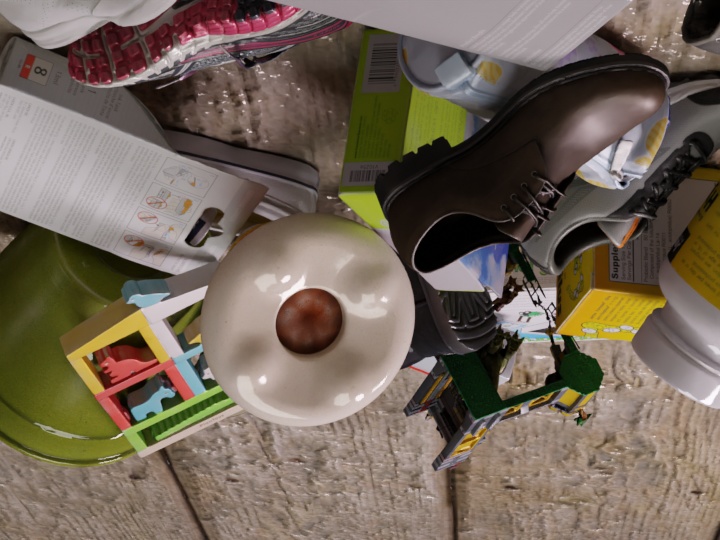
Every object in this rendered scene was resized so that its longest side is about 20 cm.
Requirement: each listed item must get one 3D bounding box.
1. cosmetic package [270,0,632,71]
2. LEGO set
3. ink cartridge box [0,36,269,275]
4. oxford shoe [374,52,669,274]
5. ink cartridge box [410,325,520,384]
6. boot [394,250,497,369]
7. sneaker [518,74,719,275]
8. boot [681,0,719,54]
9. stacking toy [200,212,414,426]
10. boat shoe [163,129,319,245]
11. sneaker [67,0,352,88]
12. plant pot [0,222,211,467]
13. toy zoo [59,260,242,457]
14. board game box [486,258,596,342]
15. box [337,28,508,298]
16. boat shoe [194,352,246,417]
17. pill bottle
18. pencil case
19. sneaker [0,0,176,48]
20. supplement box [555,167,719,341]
[{"bbox_3d":[0.045,-0.187,1.132,0.199,0.090,0.107,15,156,-23],"label":"cosmetic package"},{"bbox_3d":[0.087,0.064,1.603,0.154,0.200,0.116,-27,163,-30],"label":"LEGO set"},{"bbox_3d":[-0.176,-0.075,1.428,0.199,0.050,0.162,19,149,-14],"label":"ink cartridge box"},{"bbox_3d":[0.105,-0.058,1.216,0.200,0.085,0.073,-33,140,23],"label":"oxford shoe"},{"bbox_3d":[0.034,0.070,1.791,0.160,0.047,0.200,20,160,-10],"label":"ink cartridge box"},{"bbox_3d":[0.000,0.001,1.530,0.066,0.165,0.200,-9,174,-41],"label":"boot"},{"bbox_3d":[0.194,-0.064,1.391,0.200,0.079,0.074,-31,149,12],"label":"sneaker"},{"bbox_3d":[0.297,-0.133,1.259,0.199,0.073,0.182,1,146,-13],"label":"boot"},{"bbox_3d":[-0.055,0.014,1.414,0.146,0.147,0.200,9,-169,-17],"label":"stacking toy"},{"bbox_3d":[-0.128,-0.048,1.508,0.201,0.086,0.075,12,157,-23],"label":"boat shoe"},{"bbox_3d":[-0.096,-0.149,1.249,0.199,0.081,0.075,-10,158,28],"label":"sneaker"},{"bbox_3d":[-0.205,0.022,1.592,0.200,0.201,0.193,10,145,-20],"label":"plant pot"},{"bbox_3d":[-0.142,0.062,1.518,0.131,0.020,0.200,-26,145,0],"label":"toy zoo"},{"bbox_3d":[0.175,0.025,1.734,0.199,0.035,0.126,-2,158,13],"label":"board game box"},{"bbox_3d":[0.051,-0.069,1.380,0.048,0.122,0.200,0,159,24],"label":"box"},{"bbox_3d":[-0.054,0.048,1.645,0.200,0.076,0.074,-39,167,-2],"label":"boat shoe"},{"bbox_3d":[0.276,-0.006,1.400,0.111,0.111,0.200,19,111,-38],"label":"pill bottle"},{"bbox_3d":[0.112,-0.120,1.289,0.083,0.091,0.200,-16,151,39],"label":"pencil case"},{"bbox_3d":[-0.164,-0.188,1.181,0.088,0.075,0.200,33,147,-33],"label":"sneaker"},{"bbox_3d":[0.256,-0.008,1.535,0.199,0.109,0.110,6,159,-8],"label":"supplement box"}]
